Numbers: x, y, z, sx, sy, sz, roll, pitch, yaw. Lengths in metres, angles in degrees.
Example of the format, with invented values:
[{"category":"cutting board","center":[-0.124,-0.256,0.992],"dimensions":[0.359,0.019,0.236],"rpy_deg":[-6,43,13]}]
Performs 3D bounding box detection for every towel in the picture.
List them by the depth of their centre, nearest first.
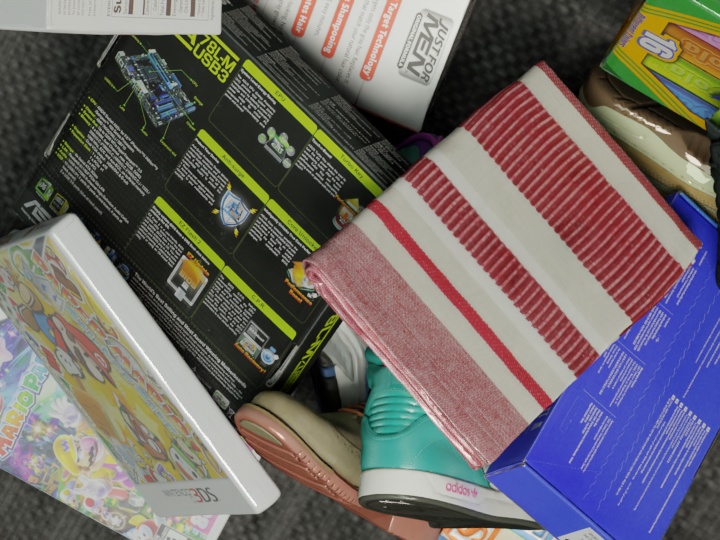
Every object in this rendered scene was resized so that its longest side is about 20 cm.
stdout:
[{"category":"towel","center":[0.079,-0.005,1.592],"dimensions":[0.144,0.200,0.023],"rpy_deg":[49,149,-1]}]

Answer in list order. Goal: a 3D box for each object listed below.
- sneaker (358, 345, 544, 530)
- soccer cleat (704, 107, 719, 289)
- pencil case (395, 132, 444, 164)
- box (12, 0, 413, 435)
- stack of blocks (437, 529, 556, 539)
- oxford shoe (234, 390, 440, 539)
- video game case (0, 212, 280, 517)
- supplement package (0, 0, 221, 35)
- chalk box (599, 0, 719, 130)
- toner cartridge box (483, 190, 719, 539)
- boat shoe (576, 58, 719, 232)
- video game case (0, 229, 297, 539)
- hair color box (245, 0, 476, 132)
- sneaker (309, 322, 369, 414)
[{"category":"sneaker","center":[0.055,0.081,1.668],"dimensions":[0.083,0.200,0.122],"rpy_deg":[0,80,22]},{"category":"soccer cleat","center":[0.216,-0.051,1.583],"dimensions":[0.081,0.068,0.200],"rpy_deg":[40,155,11]},{"category":"pencil case","center":[0.091,0.006,1.705],"dimensions":[0.200,0.085,0.092],"rpy_deg":[34,141,-18]},{"category":"box","center":[-0.082,-0.041,1.676],"dimensions":[0.200,0.047,0.194],"rpy_deg":[44,120,16]},{"category":"stack of blocks","center":[0.092,0.189,1.802],"dimensions":[0.115,0.059,0.201],"rpy_deg":[32,111,-1]},{"category":"oxford shoe","center":[-0.004,0.096,1.707],"dimensions":[0.071,0.200,0.074],"rpy_deg":[27,85,33]},{"category":"video game case","center":[-0.141,0.060,1.732],"dimensions":[0.023,0.182,0.200],"rpy_deg":[-39,100,-21]},{"category":"supplement package","center":[-0.171,-0.208,1.616],"dimensions":[0.200,0.110,0.157],"rpy_deg":[10,99,54]},{"category":"chalk box","center":[0.253,-0.129,1.605],"dimensions":[0.199,0.124,0.125],"rpy_deg":[29,68,0]},{"category":"toner cartridge box","center":[0.156,0.062,1.646],"dimensions":[0.095,0.200,0.043],"rpy_deg":[42,150,-15]},{"category":"boat shoe","center":[0.206,-0.044,1.705],"dimensions":[0.199,0.072,0.076],"rpy_deg":[33,127,4]},{"category":"video game case","center":[-0.156,0.082,1.833],"dimensions":[0.199,0.018,0.144],"rpy_deg":[29,112,0]},{"category":"hair color box","center":[-0.036,-0.167,1.703],"dimensions":[0.199,0.061,0.102],"rpy_deg":[24,111,3]},{"category":"sneaker","center":[0.000,0.000,1.757],"dimensions":[0.077,0.076,0.201],"rpy_deg":[-12,108,-8]}]
